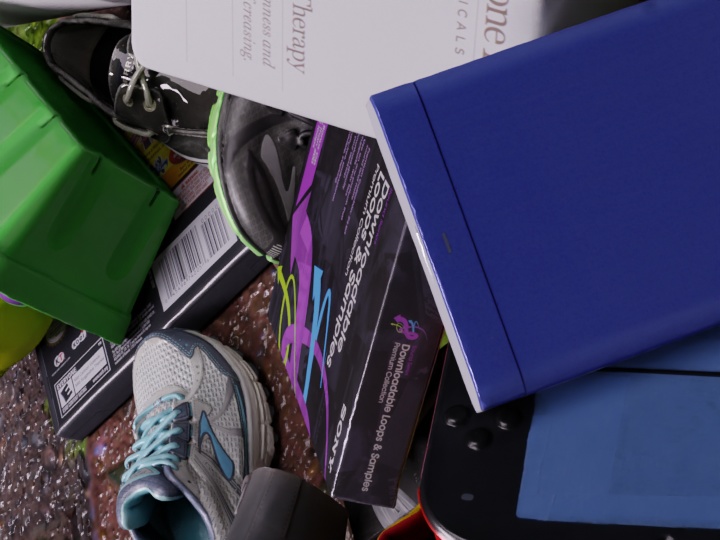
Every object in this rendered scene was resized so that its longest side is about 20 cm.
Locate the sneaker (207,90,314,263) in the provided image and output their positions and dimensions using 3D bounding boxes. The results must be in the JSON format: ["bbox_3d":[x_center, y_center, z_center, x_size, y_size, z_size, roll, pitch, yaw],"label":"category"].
[{"bbox_3d":[-0.018,-0.100,1.105,0.084,0.076,0.201,22,96,51],"label":"sneaker"}]

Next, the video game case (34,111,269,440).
[{"bbox_3d":[-0.137,-0.028,1.289,0.200,0.025,0.182,-43,51,31],"label":"video game case"}]

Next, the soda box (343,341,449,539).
[{"bbox_3d":[0.076,0.060,1.001,0.200,0.070,0.064,-40,53,31],"label":"soda box"}]

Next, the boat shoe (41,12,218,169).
[{"bbox_3d":[-0.113,-0.103,1.217,0.199,0.063,0.071,21,94,48],"label":"boat shoe"}]

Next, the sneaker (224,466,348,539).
[{"bbox_3d":[-0.035,0.176,1.042,0.074,0.200,0.107,16,65,10],"label":"sneaker"}]

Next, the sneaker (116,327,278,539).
[{"bbox_3d":[-0.091,0.108,1.154,0.078,0.086,0.201,-44,51,28],"label":"sneaker"}]

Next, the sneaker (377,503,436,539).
[{"bbox_3d":[0.039,0.147,0.984,0.073,0.077,0.201,-89,12,-60],"label":"sneaker"}]

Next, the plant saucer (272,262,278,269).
[{"bbox_3d":[0.016,-0.075,1.137,0.199,0.029,0.202,-15,68,43],"label":"plant saucer"}]

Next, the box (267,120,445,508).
[{"bbox_3d":[0.000,0.000,1.004,0.200,0.036,0.144,-119,40,-64],"label":"box"}]

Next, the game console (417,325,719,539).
[{"bbox_3d":[0.130,0.048,0.866,0.198,0.031,0.178,2,53,14],"label":"game console"}]

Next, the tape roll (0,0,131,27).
[{"bbox_3d":[-0.188,-0.251,1.280,0.139,0.202,0.204,-1,77,47],"label":"tape roll"}]

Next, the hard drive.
[{"bbox_3d":[0.118,-0.039,0.868,0.025,0.199,0.133,126,124,-81],"label":"hard drive"}]

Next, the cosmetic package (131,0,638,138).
[{"bbox_3d":[0.020,-0.174,0.961,0.199,0.167,0.168,18,134,17],"label":"cosmetic package"}]

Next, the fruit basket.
[{"bbox_3d":[-0.224,-0.020,1.264,0.214,0.155,0.217,-14,64,30],"label":"fruit basket"}]
